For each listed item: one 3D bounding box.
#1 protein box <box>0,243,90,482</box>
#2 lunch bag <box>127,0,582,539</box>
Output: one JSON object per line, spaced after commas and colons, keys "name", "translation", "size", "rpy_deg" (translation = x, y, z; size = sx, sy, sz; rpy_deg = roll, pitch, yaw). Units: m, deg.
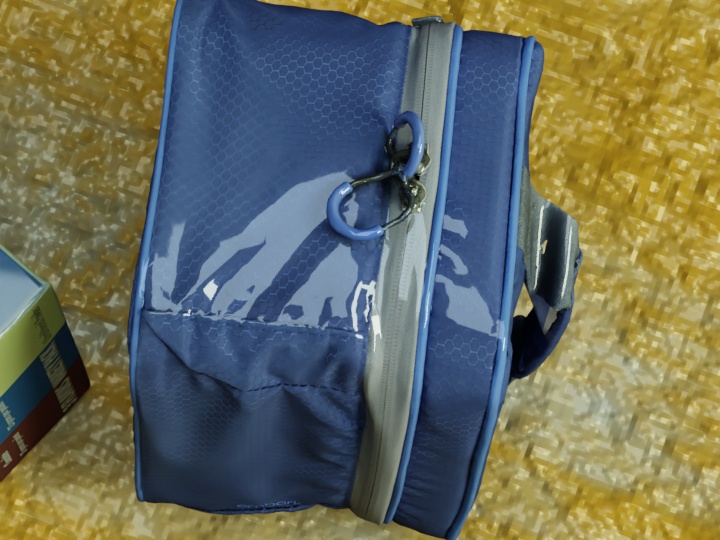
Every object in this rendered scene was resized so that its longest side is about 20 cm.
{"name": "protein box", "translation": [-0.232, 0.030, 0.831], "size": [0.200, 0.135, 0.199], "rpy_deg": [40, 77, 10]}
{"name": "lunch bag", "translation": [0.000, 0.000, 0.809], "size": [0.132, 0.200, 0.136], "rpy_deg": [7, 69, -1]}
